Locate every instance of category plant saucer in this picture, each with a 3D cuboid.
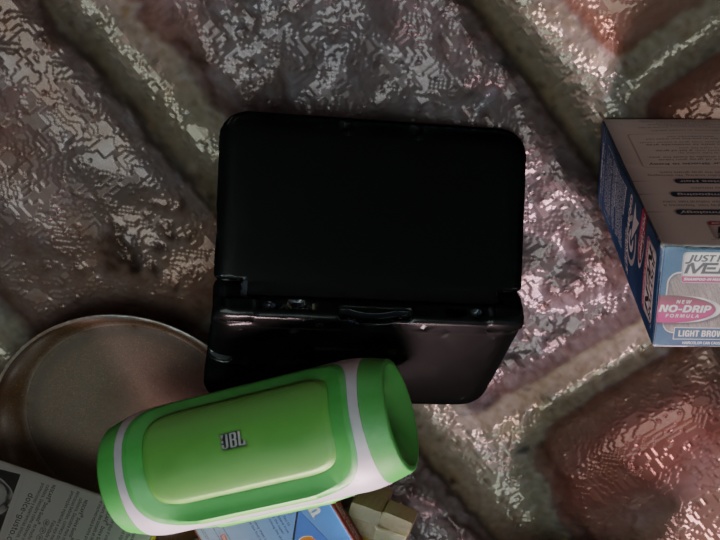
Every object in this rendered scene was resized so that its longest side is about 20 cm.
[{"bbox_3d":[-0.167,0.116,0.830,0.199,0.032,0.201,1,115,3],"label":"plant saucer"}]

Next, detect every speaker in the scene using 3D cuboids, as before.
[{"bbox_3d":[-0.067,0.116,0.741,0.199,0.089,0.089,-15,113,15],"label":"speaker"}]

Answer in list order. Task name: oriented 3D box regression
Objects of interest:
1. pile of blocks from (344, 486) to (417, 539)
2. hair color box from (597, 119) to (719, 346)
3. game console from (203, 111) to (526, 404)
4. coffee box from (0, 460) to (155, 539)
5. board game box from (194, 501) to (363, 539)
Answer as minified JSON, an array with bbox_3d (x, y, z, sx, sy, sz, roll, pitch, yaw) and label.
[{"bbox_3d":[-0.042,0.216,0.849,0.199,0.062,0.082,-20,95,16],"label":"pile of blocks"},{"bbox_3d":[0.199,-0.028,0.651,0.099,0.200,0.061,0,115,3],"label":"hair color box"},{"bbox_3d":[0.000,0.000,0.758,0.199,0.117,0.176,3,146,-10],"label":"game console"},{"bbox_3d":[-0.276,0.274,0.795,0.197,0.200,0.200,19,129,-6],"label":"coffee box"},{"bbox_3d":[-0.050,0.201,0.805,0.103,0.019,0.201,-30,92,17],"label":"board game box"}]
